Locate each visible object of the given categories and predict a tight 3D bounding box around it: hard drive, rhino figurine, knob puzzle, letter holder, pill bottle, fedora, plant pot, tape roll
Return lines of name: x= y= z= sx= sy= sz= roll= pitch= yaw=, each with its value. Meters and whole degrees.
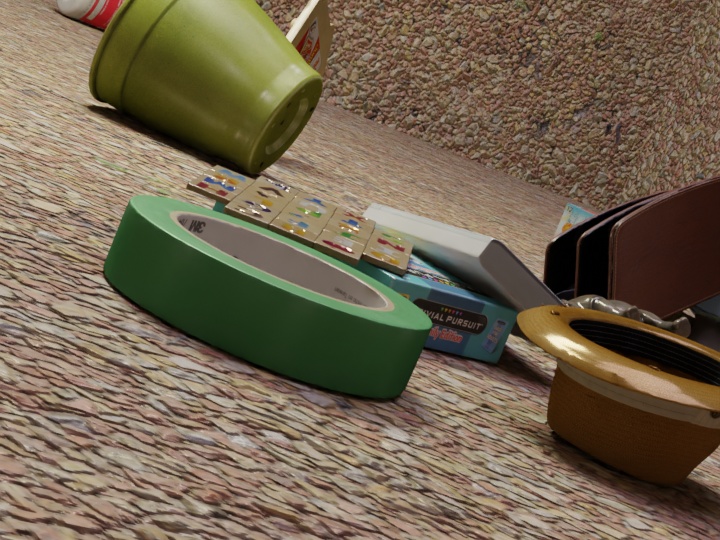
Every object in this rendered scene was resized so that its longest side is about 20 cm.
hard drive: x=0.091 y=0.006 z=1.414 sx=0.132 sy=0.027 sz=0.200 roll=43 pitch=-10 yaw=-26
rhino figurine: x=0.213 y=0.052 z=1.581 sx=0.200 sy=0.060 sz=0.087 roll=15 pitch=-2 yaw=-42
knob puzzle: x=-0.091 y=-0.226 z=2.142 sx=0.030 sy=0.220 sz=0.220 roll=25 pitch=8 yaw=13
letter holder: x=0.294 y=-0.034 z=1.809 sx=0.200 sy=0.142 sz=0.101 roll=-21 pitch=35 yaw=-33
pill bottle: x=-0.412 y=-0.461 z=3.032 sx=0.200 sy=0.112 sz=0.112 roll=18 pitch=9 yaw=-38
fedora: x=0.187 y=0.089 z=1.175 sx=0.200 sy=0.082 sz=0.201 roll=19 pitch=11 yaw=-4
plant pot: x=-0.151 y=-0.207 z=1.877 sx=0.193 sy=0.201 sz=0.200 roll=37 pitch=10 yaw=11
tape roll: x=-0.056 y=0.014 z=1.079 sx=0.200 sy=0.048 sz=0.200 roll=24 pitch=7 yaw=-3

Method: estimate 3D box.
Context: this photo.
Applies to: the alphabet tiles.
alphabet tiles: x=-0.041 y=-0.039 z=1.303 sx=0.166 sy=0.006 sz=0.200 roll=22 pitch=10 yaw=0

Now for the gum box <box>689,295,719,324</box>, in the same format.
gum box: x=0.456 y=0.086 z=1.926 sx=0.170 sy=0.045 sz=0.200 roll=30 pitch=-9 yaw=37

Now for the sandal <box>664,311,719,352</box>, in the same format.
sandal: x=0.307 y=0.055 z=1.914 sx=0.212 sy=0.078 sz=0.070 roll=33 pitch=-21 yaw=17

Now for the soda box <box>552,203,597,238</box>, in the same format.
soda box: x=0.388 y=-0.034 z=2.664 sx=0.200 sy=0.069 sz=0.064 roll=29 pitch=9 yaw=41

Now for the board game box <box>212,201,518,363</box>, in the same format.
board game box: x=0.000 y=0.000 z=1.350 sx=0.200 sy=0.047 sz=0.151 roll=30 pitch=10 yaw=41
